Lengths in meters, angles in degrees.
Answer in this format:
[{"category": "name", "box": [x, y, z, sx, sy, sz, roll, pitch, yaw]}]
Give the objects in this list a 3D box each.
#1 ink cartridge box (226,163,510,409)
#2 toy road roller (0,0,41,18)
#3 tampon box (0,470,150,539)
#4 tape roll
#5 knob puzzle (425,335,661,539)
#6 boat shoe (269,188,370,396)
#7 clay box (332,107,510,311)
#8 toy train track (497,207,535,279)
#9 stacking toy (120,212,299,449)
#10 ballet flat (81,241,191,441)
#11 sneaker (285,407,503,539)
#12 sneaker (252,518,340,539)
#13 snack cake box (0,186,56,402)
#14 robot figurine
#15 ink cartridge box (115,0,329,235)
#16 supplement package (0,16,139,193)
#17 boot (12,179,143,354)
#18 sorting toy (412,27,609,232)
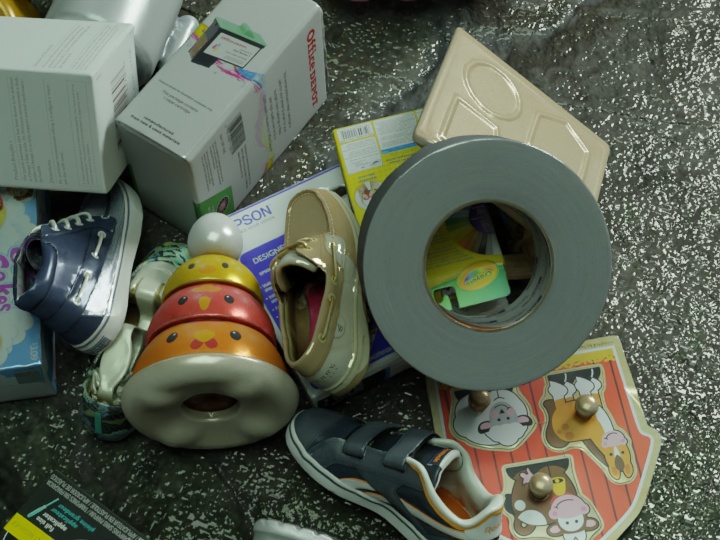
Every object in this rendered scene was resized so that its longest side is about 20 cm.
[{"category": "ink cartridge box", "box": [0.000, 0.000, 1.357, 0.197, 0.043, 0.201, -25, 65, -13]}, {"category": "toy road roller", "box": [-0.347, -0.265, 1.449, 0.146, 0.123, 0.200, 41, 99, 4]}, {"category": "tampon box", "box": [-0.232, 0.287, 1.159, 0.149, 0.126, 0.200, 31, 67, 18]}, {"category": "tape roll", "box": [0.098, -0.008, 1.228, 0.199, 0.066, 0.202, -1, 97, -4]}, {"category": "knob puzzle", "box": [0.157, 0.155, 1.277, 0.218, 0.031, 0.221, 0, 61, 1]}, {"category": "boat shoe", "box": [-0.040, 0.006, 1.272, 0.074, 0.069, 0.201, -36, 47, 30]}, {"category": "clay box", "box": [0.053, -0.044, 1.328, 0.114, 0.048, 0.201, -13, 62, -1]}, {"category": "toy train track", "box": [0.148, -0.046, 1.366, 0.114, 0.033, 0.201, -5, 54, -26]}, {"category": "stacking toy", "box": [-0.128, 0.037, 1.287, 0.145, 0.146, 0.201, -4, 58, -1]}, {"category": "ballet flat", "box": [-0.187, 0.050, 1.322, 0.074, 0.074, 0.201, 11, 62, 8]}, {"category": "sneaker", "box": [0.033, 0.158, 1.239, 0.199, 0.080, 0.078, 33, 36, 15]}, {"category": "sneaker", "box": [0.003, 0.260, 1.213, 0.199, 0.075, 0.083, 15, 83, 12]}, {"category": "snack cake box", "box": [-0.332, 0.015, 1.345, 0.114, 0.067, 0.201, -8, 61, -2]}, {"category": "robot figurine", "box": [-0.233, -0.254, 1.462, 0.169, 0.113, 0.201, 34, 60, -27]}, {"category": "ink cartridge box", "box": [-0.120, -0.148, 1.383, 0.084, 0.145, 0.200, 30, 66, 17]}, {"category": "supplement package", "box": [-0.305, -0.150, 1.350, 0.198, 0.118, 0.118, 5, 33, 9]}, {"category": "boot", "box": [-0.246, -0.026, 1.322, 0.073, 0.090, 0.201, -35, 37, 24]}, {"category": "sorting toy", "box": [0.133, -0.108, 1.347, 0.185, 0.036, 0.200, 36, 37, -13]}]
